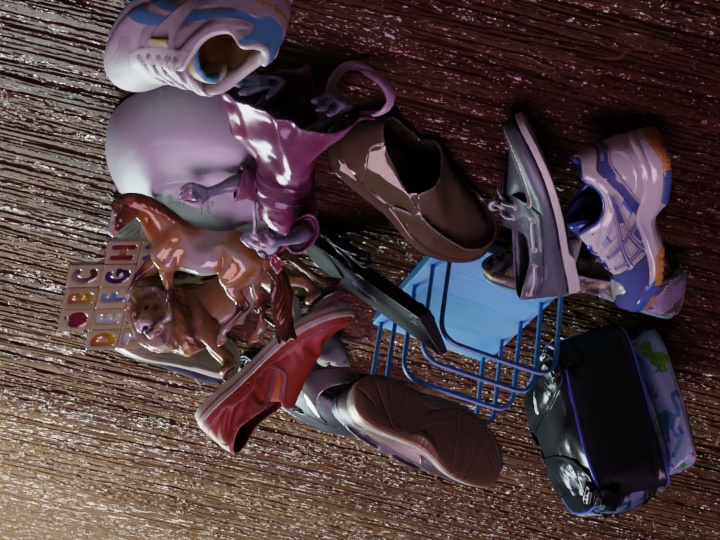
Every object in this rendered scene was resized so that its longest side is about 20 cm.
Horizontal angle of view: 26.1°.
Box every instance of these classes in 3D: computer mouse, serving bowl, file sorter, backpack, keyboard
[{"bbox_3d":[-0.051,0.159,1.822,0.197,0.053,0.139,9,148,2],"label":"computer mouse"},{"bbox_3d":[-0.147,-0.085,1.446,0.197,0.067,0.201,8,148,5],"label":"serving bowl"},{"bbox_3d":[0.105,0.074,1.575,0.137,0.124,0.200,18,147,-14],"label":"file sorter"},{"bbox_3d":[0.258,0.162,1.616,0.145,0.185,0.200,-14,165,-9],"label":"backpack"},{"bbox_3d":[0.000,0.000,1.479,0.199,0.021,0.127,34,165,38],"label":"keyboard"}]

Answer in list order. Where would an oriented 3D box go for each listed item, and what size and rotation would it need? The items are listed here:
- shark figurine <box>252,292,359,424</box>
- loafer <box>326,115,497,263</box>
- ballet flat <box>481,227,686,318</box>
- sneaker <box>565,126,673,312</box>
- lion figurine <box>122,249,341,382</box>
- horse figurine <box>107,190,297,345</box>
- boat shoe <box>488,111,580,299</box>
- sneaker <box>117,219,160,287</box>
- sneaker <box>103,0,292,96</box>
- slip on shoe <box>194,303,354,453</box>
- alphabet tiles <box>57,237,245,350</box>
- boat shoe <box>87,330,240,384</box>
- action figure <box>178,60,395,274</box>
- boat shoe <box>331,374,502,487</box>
[{"bbox_3d":[-0.049,0.067,1.629,0.128,0.215,0.090,42,100,-5],"label":"shark figurine"},{"bbox_3d":[0.057,-0.072,1.398,0.199,0.077,0.067,31,149,-31],"label":"loafer"},{"bbox_3d":[0.217,-0.008,1.481,0.197,0.073,0.072,11,149,-1],"label":"ballet flat"},{"bbox_3d":[0.222,-0.041,1.376,0.087,0.076,0.202,-11,132,-5],"label":"sneaker"},{"bbox_3d":[-0.128,0.026,1.530,0.199,0.123,0.073,-36,168,-4],"label":"lion figurine"},{"bbox_3d":[-0.145,0.002,1.449,0.197,0.050,0.134,15,117,3],"label":"horse figurine"},{"bbox_3d":[0.148,-0.050,1.378,0.061,0.073,0.201,-17,131,6],"label":"boat shoe"},{"bbox_3d":[-0.201,0.007,1.612,0.103,0.076,0.201,-1,141,-17],"label":"sneaker"},{"bbox_3d":[-0.143,-0.184,1.272,0.198,0.082,0.076,-17,142,38],"label":"sneaker"},{"bbox_3d":[-0.077,0.105,1.530,0.200,0.061,0.074,-43,165,12],"label":"slip on shoe"},{"bbox_3d":[-0.202,0.025,1.564,0.197,0.006,0.167,-1,140,-22],"label":"alphabet tiles"},{"bbox_3d":[-0.232,0.084,1.735,0.198,0.074,0.063,22,144,-28],"label":"boat shoe"},{"bbox_3d":[-0.066,-0.088,1.348,0.134,0.148,0.202,42,146,31],"label":"action figure"},{"bbox_3d":[0.057,0.162,1.550,0.199,0.073,0.064,27,157,-30],"label":"boat shoe"}]
